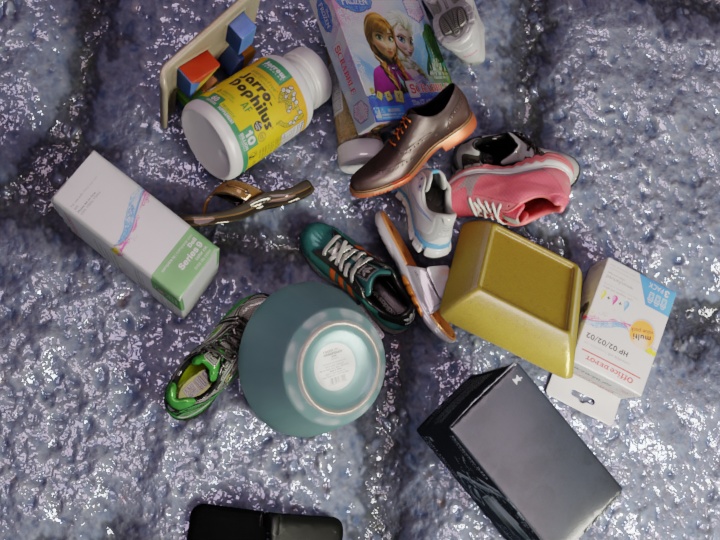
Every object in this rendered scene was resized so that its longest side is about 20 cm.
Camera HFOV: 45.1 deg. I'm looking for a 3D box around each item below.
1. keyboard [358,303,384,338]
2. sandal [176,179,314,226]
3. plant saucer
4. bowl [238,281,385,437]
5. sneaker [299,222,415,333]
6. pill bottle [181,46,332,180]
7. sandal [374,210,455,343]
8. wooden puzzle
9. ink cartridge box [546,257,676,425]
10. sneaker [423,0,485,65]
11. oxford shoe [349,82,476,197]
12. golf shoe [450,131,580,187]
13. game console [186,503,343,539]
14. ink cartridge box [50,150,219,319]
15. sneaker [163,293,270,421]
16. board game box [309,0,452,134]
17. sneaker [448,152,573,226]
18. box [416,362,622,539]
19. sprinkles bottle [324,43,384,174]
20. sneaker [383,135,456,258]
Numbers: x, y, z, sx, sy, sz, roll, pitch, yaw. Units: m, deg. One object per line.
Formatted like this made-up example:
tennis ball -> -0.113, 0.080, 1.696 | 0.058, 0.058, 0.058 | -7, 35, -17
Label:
keyboard -> -0.060, 0.123, 1.177 | 0.198, 0.011, 0.057 | -35, 86, -15
sandal -> -0.157, -0.099, 1.166 | 0.196, 0.082, 0.056 | -18, 97, -16
plant saucer -> 0.218, 0.022, 1.175 | 0.197, 0.049, 0.202 | 25, 44, -3
bowl -> -0.046, 0.118, 1.100 | 0.197, 0.104, 0.206 | -1, 92, -28
sneaker -> 0.000, 0.000, 1.173 | 0.199, 0.080, 0.072 | 41, 73, 5
pill bottle -> -0.134, -0.220, 1.173 | 0.199, 0.113, 0.113 | -39, 87, -29
sandal -> 0.088, -0.001, 1.185 | 0.059, 0.079, 0.209 | -30, 83, 15
wooden puzzle -> -0.191, -0.279, 1.148 | 0.046, 0.185, 0.201 | 40, 76, -4
ink cartridge box -> 0.351, 0.102, 1.220 | 0.113, 0.068, 0.203 | 25, 76, -3
sneaker -> 0.141, -0.381, 1.286 | 0.077, 0.099, 0.203 | -18, 57, 22
oxford shoe -> 0.059, -0.173, 1.148 | 0.199, 0.071, 0.073 | -38, 129, -8
golf shoe -> 0.231, -0.152, 1.239 | 0.195, 0.095, 0.080 | 2, 77, -11
game console -> -0.127, 0.410, 1.104 | 0.174, 0.115, 0.204 | 15, 75, -37
ink cartridge box -> -0.280, -0.041, 1.104 | 0.199, 0.145, 0.088 | 36, 75, 0
sneaker -> -0.174, 0.112, 1.122 | 0.078, 0.085, 0.201 | 39, 75, 0
board game box -> 0.040, -0.296, 1.209 | 0.198, 0.041, 0.203 | -16, 83, -46
sneaker -> 0.193, -0.099, 1.186 | 0.197, 0.074, 0.088 | -12, 50, 24
box -> 0.193, 0.237, 1.100 | 0.123, 0.197, 0.201 | -40, 86, -15
sprinkles bottle -> -0.009, -0.242, 1.225 | 0.067, 0.068, 0.204 | -5, 76, -10
sneaker -> 0.086, -0.121, 1.187 | 0.074, 0.087, 0.202 | -9, 55, -24
